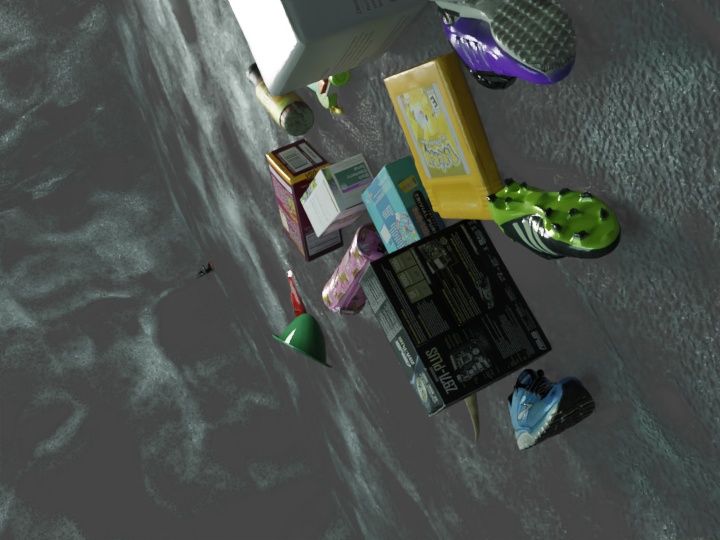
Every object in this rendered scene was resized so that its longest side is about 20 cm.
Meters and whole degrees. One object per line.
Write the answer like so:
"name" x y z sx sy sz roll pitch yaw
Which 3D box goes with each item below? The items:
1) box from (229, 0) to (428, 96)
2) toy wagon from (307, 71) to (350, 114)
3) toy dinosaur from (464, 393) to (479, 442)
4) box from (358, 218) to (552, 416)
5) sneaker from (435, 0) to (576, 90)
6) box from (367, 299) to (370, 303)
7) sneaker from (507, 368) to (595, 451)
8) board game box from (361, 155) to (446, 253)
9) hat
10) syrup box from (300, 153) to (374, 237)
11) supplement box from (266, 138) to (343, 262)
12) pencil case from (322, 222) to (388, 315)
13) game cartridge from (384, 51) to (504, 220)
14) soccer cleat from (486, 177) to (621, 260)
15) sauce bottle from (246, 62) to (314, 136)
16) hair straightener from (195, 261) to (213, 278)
"box" -0.056 -0.352 1.046 0.201 0.171 0.199 65 163 -1
"toy wagon" -0.068 -0.332 1.344 0.155 0.039 0.201 44 153 52
"toy dinosaur" 0.150 0.129 1.208 0.201 0.101 0.058 68 163 -9
"box" 0.118 0.057 1.098 0.201 0.163 0.086 61 163 11
"sneaker" 0.143 -0.212 0.827 0.200 0.069 0.100 54 168 45
"box" 0.054 0.058 1.526 0.200 0.032 0.121 55 160 31
"sneaker" 0.223 0.166 1.081 0.090 0.078 0.200 64 164 16
"board game box" 0.079 -0.051 1.270 0.201 0.047 0.151 64 163 5
"hat" -0.118 0.126 2.188 0.200 0.177 0.166 31 174 -23
"syrup box" -0.037 -0.125 1.470 0.082 0.078 0.200 65 164 4
"supplement box" -0.104 -0.133 1.654 0.110 0.085 0.201 48 156 44
"pencil case" 0.000 0.000 1.451 0.087 0.082 0.200 63 148 22
"game cartridge" 0.104 -0.159 1.069 0.201 0.032 0.176 70 163 -10
"soccer cleat" 0.205 -0.042 0.886 0.081 0.067 0.200 54 171 -27
"sauce bottle" -0.154 -0.320 1.586 0.200 0.064 0.065 50 157 41
"hair straightener" -0.659 0.001 3.583 0.041 0.077 0.200 64 164 -4
